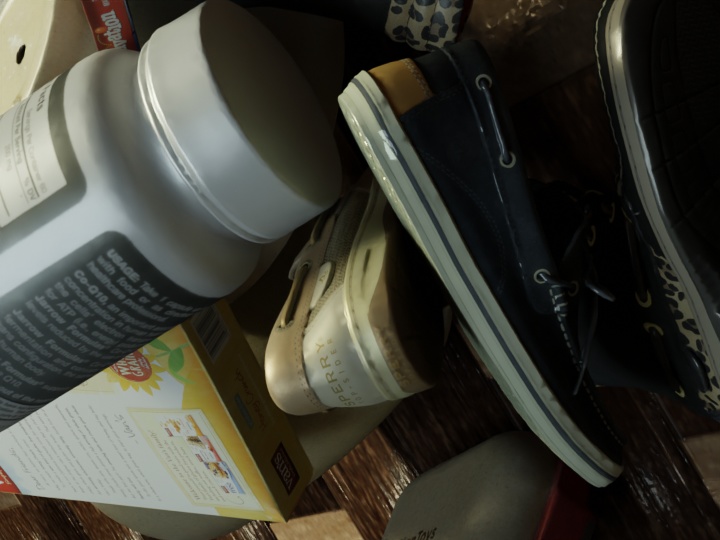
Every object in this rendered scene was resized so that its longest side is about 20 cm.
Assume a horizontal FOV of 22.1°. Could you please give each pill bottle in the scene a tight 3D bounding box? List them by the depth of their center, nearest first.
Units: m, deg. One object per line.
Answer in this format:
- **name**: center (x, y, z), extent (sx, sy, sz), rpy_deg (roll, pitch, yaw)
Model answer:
- **pill bottle**: center (-0.113, -0.020, 0.769), extent (0.200, 0.114, 0.114), rpy_deg (-30, 95, 21)

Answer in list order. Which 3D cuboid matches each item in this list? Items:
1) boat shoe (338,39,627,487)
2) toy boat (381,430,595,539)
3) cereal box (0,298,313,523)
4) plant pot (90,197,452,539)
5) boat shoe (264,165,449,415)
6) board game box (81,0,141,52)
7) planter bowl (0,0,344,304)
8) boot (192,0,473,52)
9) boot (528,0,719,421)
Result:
- **boat shoe**: center (0.062, 0.000, 0.705), extent (0.200, 0.062, 0.075), rpy_deg (60, 177, -24)
- **toy boat**: center (0.081, 0.175, 0.998), extent (0.130, 0.131, 0.200), rpy_deg (29, 154, -12)
- **cereal box**: center (-0.137, 0.058, 0.911), extent (0.199, 0.040, 0.144), rpy_deg (3, 135, 30)
- **plant pot**: center (-0.048, 0.037, 0.994), extent (0.200, 0.187, 0.188), rpy_deg (-24, 99, 48)
- **boat shoe**: center (0.000, 0.000, 0.762), extent (0.200, 0.064, 0.071), rpy_deg (-66, -47, -70)
- **board game box**: center (-0.129, -0.190, 0.785), extent (0.103, 0.019, 0.201), rpy_deg (81, 172, -70)
- **planter bowl**: center (-0.121, -0.088, 0.891), extent (0.200, 0.134, 0.201), rpy_deg (-25, 58, 48)
- **boot**: center (-0.004, -0.192, 0.757), extent (0.150, 0.201, 0.073), rpy_deg (18, -177, 6)
- **boot**: center (0.109, -0.023, 0.767), extent (0.150, 0.073, 0.201), rpy_deg (7, 128, 56)
